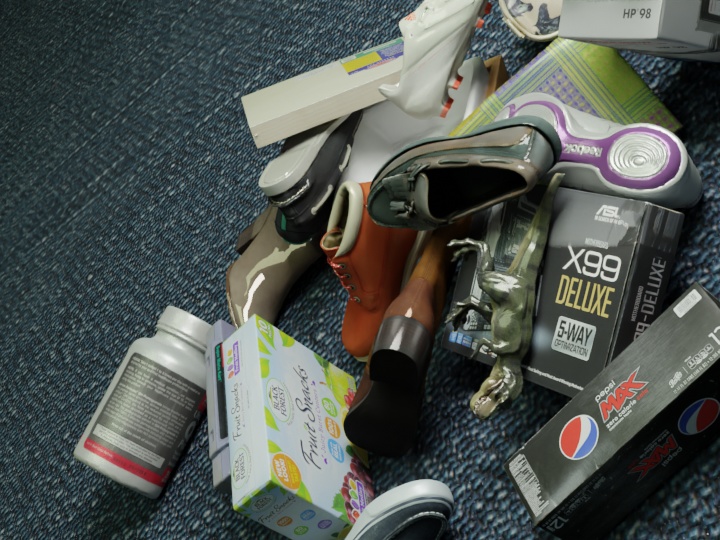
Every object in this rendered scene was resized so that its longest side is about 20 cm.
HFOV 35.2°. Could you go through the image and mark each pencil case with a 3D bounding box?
[{"bbox_3d":[0.175,-0.263,1.095,0.090,0.077,0.200,-56,0,17],"label":"pencil case"}]

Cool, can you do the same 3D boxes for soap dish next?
[{"bbox_3d":[0.069,-0.120,1.178,0.199,0.081,0.159,-19,47,42],"label":"soap dish"}]

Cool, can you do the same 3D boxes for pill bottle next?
[{"bbox_3d":[-0.233,0.147,1.297,0.110,0.110,0.202,10,69,54],"label":"pill bottle"}]

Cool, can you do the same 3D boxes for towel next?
[{"bbox_3d":[0.171,-0.111,1.022,0.200,0.023,0.144,-43,79,20],"label":"towel"}]

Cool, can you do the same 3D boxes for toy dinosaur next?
[{"bbox_3d":[0.111,0.017,0.921,0.087,0.047,0.203,13,90,42],"label":"toy dinosaur"}]

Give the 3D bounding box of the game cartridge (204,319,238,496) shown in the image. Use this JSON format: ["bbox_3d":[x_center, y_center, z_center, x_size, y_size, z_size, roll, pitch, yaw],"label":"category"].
[{"bbox_3d":[-0.093,0.146,1.105,0.038,0.129,0.201,-38,37,22],"label":"game cartridge"}]

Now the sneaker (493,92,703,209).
[{"bbox_3d":[0.197,-0.091,0.962,0.199,0.099,0.076,26,91,40],"label":"sneaker"}]

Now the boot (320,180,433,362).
[{"bbox_3d":[0.000,0.000,1.095,0.075,0.106,0.202,50,131,49],"label":"boot"}]

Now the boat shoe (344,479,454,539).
[{"bbox_3d":[0.013,0.263,0.930,0.200,0.070,0.091,-47,34,24],"label":"boat shoe"}]

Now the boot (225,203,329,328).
[{"bbox_3d":[-0.078,-0.016,1.291,0.145,0.070,0.202,-27,48,24],"label":"boot"}]

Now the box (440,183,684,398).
[{"bbox_3d":[0.160,0.013,0.934,0.199,0.049,0.160,19,96,56],"label":"box"}]

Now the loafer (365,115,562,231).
[{"bbox_3d":[0.074,-0.073,0.949,0.199,0.072,0.063,-20,29,41],"label":"loafer"}]

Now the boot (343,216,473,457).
[{"bbox_3d":[0.046,0.050,1.041,0.068,0.190,0.201,14,48,11],"label":"boot"}]

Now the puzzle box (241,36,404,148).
[{"bbox_3d":[-0.027,-0.192,1.201,0.198,0.026,0.133,-21,23,-1],"label":"puzzle box"}]

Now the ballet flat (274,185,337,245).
[{"bbox_3d":[-0.033,-0.111,1.258,0.073,0.073,0.200,-15,28,44],"label":"ballet flat"}]

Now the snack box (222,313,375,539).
[{"bbox_3d":[-0.056,0.153,1.040,0.053,0.142,0.201,-40,36,23],"label":"snack box"}]

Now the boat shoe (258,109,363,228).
[{"bbox_3d":[-0.040,-0.120,1.180,0.073,0.061,0.201,-15,29,30],"label":"boat shoe"}]

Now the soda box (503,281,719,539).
[{"bbox_3d":[0.201,0.108,0.818,0.200,0.070,0.064,-46,39,15],"label":"soda box"}]

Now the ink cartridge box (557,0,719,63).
[{"bbox_3d":[0.244,-0.215,0.928,0.115,0.198,0.068,18,104,56],"label":"ink cartridge box"}]

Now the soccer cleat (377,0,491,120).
[{"bbox_3d":[0.079,-0.239,1.068,0.069,0.077,0.202,-60,-7,-68],"label":"soccer cleat"}]
